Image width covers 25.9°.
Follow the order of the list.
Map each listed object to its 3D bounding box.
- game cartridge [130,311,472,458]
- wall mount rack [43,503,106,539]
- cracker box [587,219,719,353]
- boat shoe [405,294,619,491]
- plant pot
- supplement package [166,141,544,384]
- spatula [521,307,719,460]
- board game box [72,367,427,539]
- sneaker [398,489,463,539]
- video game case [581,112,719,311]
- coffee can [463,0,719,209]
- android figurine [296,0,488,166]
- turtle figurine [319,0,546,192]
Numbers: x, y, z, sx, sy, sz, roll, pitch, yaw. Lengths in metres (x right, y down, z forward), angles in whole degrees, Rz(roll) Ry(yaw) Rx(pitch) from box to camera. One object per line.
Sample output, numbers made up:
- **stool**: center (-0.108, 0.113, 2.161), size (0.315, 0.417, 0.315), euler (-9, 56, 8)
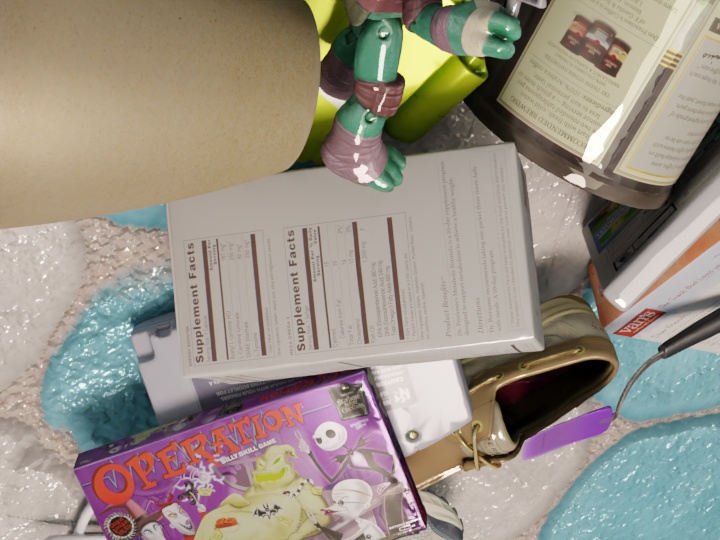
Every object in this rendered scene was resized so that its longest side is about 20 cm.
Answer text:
- **game cartridge**: center (-0.034, 0.073, 1.005), size (0.198, 0.041, 0.134), euler (-14, 108, 6)
- **wall mount rack**: center (-0.152, 0.249, 1.104), size (0.172, 0.075, 0.201), euler (5, 122, -27)
- **cracker box**: center (0.278, 0.004, 1.099), size (0.198, 0.058, 0.134), euler (11, 146, -30)
- **boat shoe**: center (0.084, 0.095, 1.051), size (0.199, 0.067, 0.074), euler (-37, 130, 3)
- **plant pot**: center (-0.128, -0.103, 0.786), size (0.198, 0.188, 0.189), euler (5, 122, -25)
- **supplement package**: center (0.000, 0.000, 0.903), size (0.198, 0.111, 0.114), euler (-7, 173, 8)
- **spatula**: center (0.191, 0.068, 1.038), size (0.199, 0.021, 0.057), euler (-35, 159, -9)
- **board game box**: center (-0.069, 0.141, 1.000), size (0.198, 0.032, 0.121), euler (-19, 105, 9)
- **sneaker**: center (-0.011, 0.200, 1.108), size (0.199, 0.087, 0.078), euler (11, 149, -32)
- **video game case**: center (0.221, -0.071, 0.983), size (0.022, 0.182, 0.200), euler (42, 102, -6)
- **coffee can**: center (0.166, -0.159, 0.906), size (0.145, 0.147, 0.201), euler (15, 117, -31)
- **android figurine**: center (-0.018, -0.139, 0.875), size (0.182, 0.041, 0.200), euler (36, 119, -20)
- **turtle figurine**: center (0.032, -0.143, 0.764), size (0.100, 0.150, 0.201), euler (25, 133, -5)
